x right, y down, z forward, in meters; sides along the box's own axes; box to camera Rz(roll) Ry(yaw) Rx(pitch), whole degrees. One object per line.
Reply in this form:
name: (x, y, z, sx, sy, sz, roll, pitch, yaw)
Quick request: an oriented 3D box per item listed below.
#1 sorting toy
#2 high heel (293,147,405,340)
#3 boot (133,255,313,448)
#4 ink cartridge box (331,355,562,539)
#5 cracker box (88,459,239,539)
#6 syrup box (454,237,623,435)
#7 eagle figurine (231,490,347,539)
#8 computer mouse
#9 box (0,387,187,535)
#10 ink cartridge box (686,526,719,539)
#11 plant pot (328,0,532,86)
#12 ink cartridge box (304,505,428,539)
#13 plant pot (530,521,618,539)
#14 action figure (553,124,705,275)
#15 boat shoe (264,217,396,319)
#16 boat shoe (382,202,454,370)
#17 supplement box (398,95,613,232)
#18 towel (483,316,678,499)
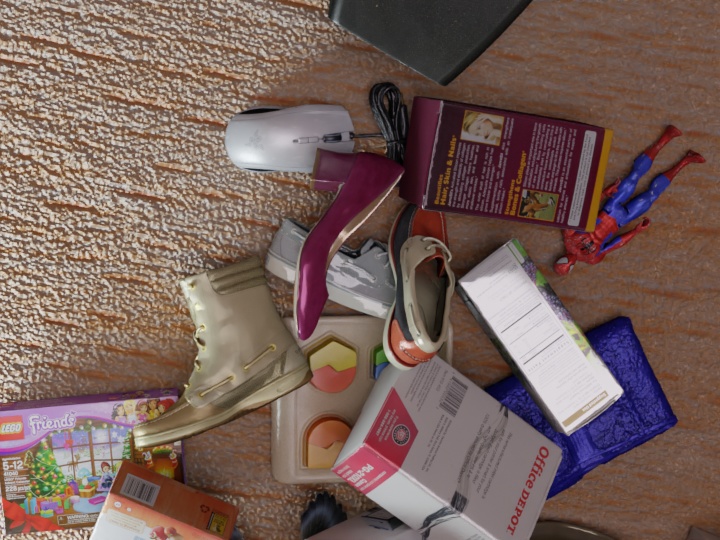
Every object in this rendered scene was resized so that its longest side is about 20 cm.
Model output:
sorting toy: (0.002, 0.142, 1.462, 0.197, 0.036, 0.188, 0, 100, -6)
high heel: (-0.014, -0.024, 1.363, 0.095, 0.067, 0.203, 9, 75, -2)
boot: (-0.166, 0.085, 1.398, 0.198, 0.073, 0.157, -24, 89, -10)
ink cartridge box: (0.092, 0.196, 1.385, 0.199, 0.084, 0.145, 36, 53, -7)
cracker box: (-0.224, 0.308, 1.412, 0.133, 0.058, 0.201, 23, 124, -5)
syrup box: (0.187, 0.071, 1.425, 0.081, 0.079, 0.201, -36, 87, -2)
eagle figurine: (-0.081, 0.354, 1.462, 0.151, 0.150, 0.202, 6, 65, -46)
computer mouse: (-0.043, -0.136, 1.405, 0.197, 0.044, 0.111, -5, 101, -6)
box: (-0.288, 0.205, 1.440, 0.197, 0.039, 0.139, -5, 100, -6)
ink cartridge box: (0.417, 0.395, 1.505, 0.124, 0.129, 0.202, 22, 97, -10)
plant pot: (0.069, -0.301, 1.323, 0.198, 0.200, 0.179, 27, 108, -10)
ink cartridge box: (0.041, 0.330, 1.424, 0.199, 0.085, 0.149, -16, 105, -45)
plant pot: (0.222, 0.405, 1.471, 0.197, 0.201, 0.175, 9, 116, -8)
action figure: (0.283, -0.068, 1.453, 0.200, 0.052, 0.065, -45, 105, 5)
boat shoe: (0.000, 0.000, 1.420, 0.199, 0.070, 0.072, 20, 101, -7)
boat shoe: (0.067, 0.005, 1.382, 0.071, 0.063, 0.202, 23, 55, -21)
supplement box: (0.150, -0.111, 1.393, 0.197, 0.086, 0.112, 7, 99, -18)
towel: (0.241, 0.158, 1.485, 0.198, 0.050, 0.149, -29, 102, -1)
